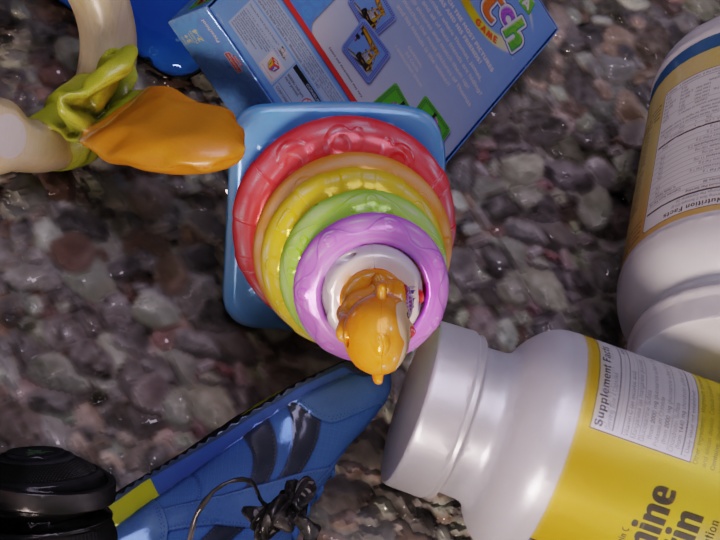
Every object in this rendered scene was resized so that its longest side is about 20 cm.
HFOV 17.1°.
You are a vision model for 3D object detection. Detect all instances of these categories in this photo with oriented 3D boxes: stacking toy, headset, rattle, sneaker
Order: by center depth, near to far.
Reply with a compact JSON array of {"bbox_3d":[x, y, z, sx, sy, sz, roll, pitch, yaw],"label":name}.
[{"bbox_3d":[-0.117,0.126,0.993,0.094,0.200,0.124,-26,96,-73],"label":"headset"},{"bbox_3d":[0.000,0.000,1.078,0.109,0.116,0.200,1,17,-8],"label":"stacking toy"},{"bbox_3d":[-0.052,0.107,1.085,0.200,0.066,0.079,-33,88,-34],"label":"sneaker"},{"bbox_3d":[-0.137,-0.145,1.124,0.130,0.143,0.201,-4,96,-30],"label":"rattle"}]

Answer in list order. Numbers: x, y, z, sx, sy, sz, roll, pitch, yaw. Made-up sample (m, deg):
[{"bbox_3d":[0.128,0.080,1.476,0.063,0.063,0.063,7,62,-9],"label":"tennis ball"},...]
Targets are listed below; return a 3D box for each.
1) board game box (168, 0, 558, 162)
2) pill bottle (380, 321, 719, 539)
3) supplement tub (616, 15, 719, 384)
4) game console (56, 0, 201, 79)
[{"bbox_3d":[0.008,-0.126,1.229,0.151,0.037,0.200,55,52,-19],"label":"board game box"},{"bbox_3d":[0.116,0.093,1.118,0.200,0.112,0.112,19,54,-7],"label":"pill bottle"},{"bbox_3d":[0.207,-0.018,1.204,0.144,0.145,0.200,19,54,-7],"label":"supplement tub"},{"bbox_3d":[-0.121,-0.212,1.294,0.200,0.118,0.171,35,84,5],"label":"game console"}]
